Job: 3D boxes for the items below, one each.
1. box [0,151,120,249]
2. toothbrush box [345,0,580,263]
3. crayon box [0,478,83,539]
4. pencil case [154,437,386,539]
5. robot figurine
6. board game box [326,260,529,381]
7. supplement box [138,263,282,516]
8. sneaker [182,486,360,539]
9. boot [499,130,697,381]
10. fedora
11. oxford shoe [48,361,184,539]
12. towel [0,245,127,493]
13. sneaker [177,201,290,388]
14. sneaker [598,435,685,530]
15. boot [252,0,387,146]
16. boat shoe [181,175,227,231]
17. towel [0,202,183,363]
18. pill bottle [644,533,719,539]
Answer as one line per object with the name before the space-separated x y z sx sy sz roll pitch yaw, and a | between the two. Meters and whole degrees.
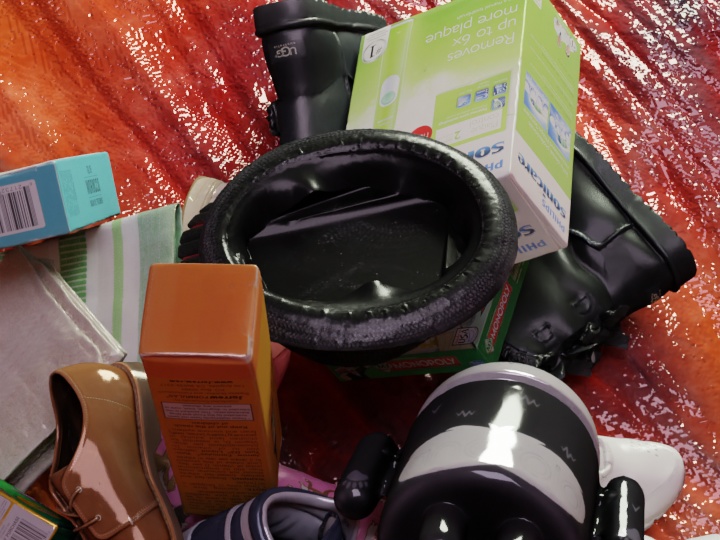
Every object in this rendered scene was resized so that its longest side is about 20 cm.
box | -0.225 -0.048 1.255 0.082 0.200 0.049 -12 95 3
toothbrush box | 0.069 -0.094 1.275 0.145 0.086 0.200 -17 45 30
crayon box | -0.275 0.218 1.123 0.119 0.058 0.200 28 83 15
pencil case | -0.060 0.161 1.189 0.199 0.087 0.083 19 38 10
robot figurine | 0.078 0.139 1.076 0.150 0.125 0.200 45 27 -11
board game box | 0.062 -0.014 1.298 0.134 0.029 0.200 -7 50 37
supplement box | -0.084 0.076 1.073 0.069 0.200 0.067 0 56 4
sneaker | -0.014 0.212 1.105 0.200 0.108 0.070 42 42 -9
boot | 0.128 -0.010 1.321 0.162 0.073 0.198 -34 59 -12
fedora | 0.000 0.000 1.150 0.200 0.092 0.201 -2 51 3
oxford shoe | -0.156 0.150 1.110 0.071 0.071 0.201 7 57 -40
towel | -0.254 0.090 1.210 0.200 0.034 0.133 -45 60 2
sneaker | -0.081 0.027 1.234 0.074 0.087 0.201 -8 49 25
sneaker | 0.122 0.138 1.210 0.199 0.087 0.075 -4 50 -6
boot | -0.023 -0.111 1.366 0.076 0.200 0.169 -6 90 16
boat shoe | -0.105 0.017 1.290 0.069 0.074 0.200 6 56 9
towel | -0.215 0.041 1.252 0.199 0.023 0.153 -14 59 18
pill bottle | 0.142 0.231 1.135 0.199 0.113 0.113 -13 58 -9
